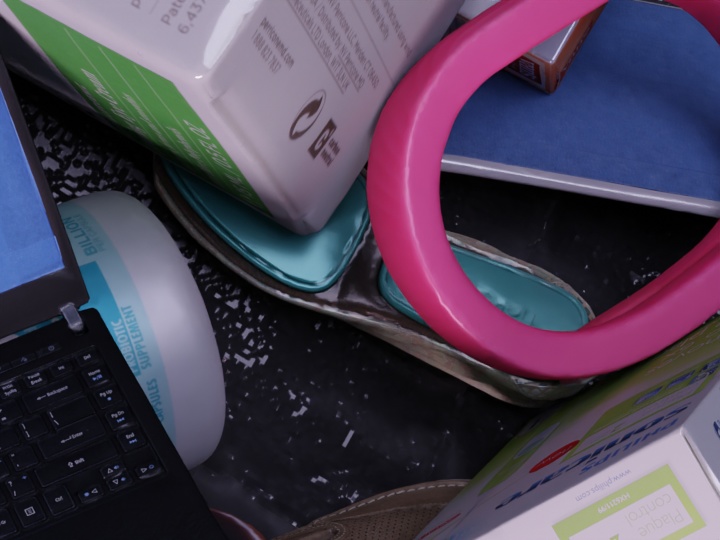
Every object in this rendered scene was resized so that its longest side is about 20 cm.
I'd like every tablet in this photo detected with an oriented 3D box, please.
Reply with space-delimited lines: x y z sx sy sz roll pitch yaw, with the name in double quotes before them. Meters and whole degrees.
"tablet" 0.084 -0.076 1.118 0.200 0.014 0.130 10 44 -14

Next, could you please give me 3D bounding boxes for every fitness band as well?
"fitness band" 0.092 -0.042 1.025 0.200 0.037 0.144 -34 102 -28

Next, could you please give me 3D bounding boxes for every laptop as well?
"laptop" -0.160 0.034 0.857 0.177 0.103 0.200 -22 51 -14

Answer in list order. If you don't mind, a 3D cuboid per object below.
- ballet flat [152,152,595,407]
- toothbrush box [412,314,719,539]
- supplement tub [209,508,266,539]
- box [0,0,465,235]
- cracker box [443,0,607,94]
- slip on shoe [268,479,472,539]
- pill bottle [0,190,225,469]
"ballet flat" 0.000 0.000 1.068 0.200 0.062 0.067 31 70 3
"toothbrush box" 0.106 0.088 0.970 0.086 0.146 0.200 57 29 -3
"supplement tub" -0.044 0.180 0.925 0.107 0.200 0.107 -14 40 12
"box" -0.053 -0.153 0.961 0.171 0.199 0.200 30 83 16
"cracker box" 0.025 -0.179 1.097 0.200 0.058 0.134 30 83 9
"slip on shoe" -0.014 0.127 1.020 0.200 0.061 0.076 -13 76 -20
"pill bottle" -0.158 0.050 0.976 0.200 0.111 0.111 -20 79 -22
